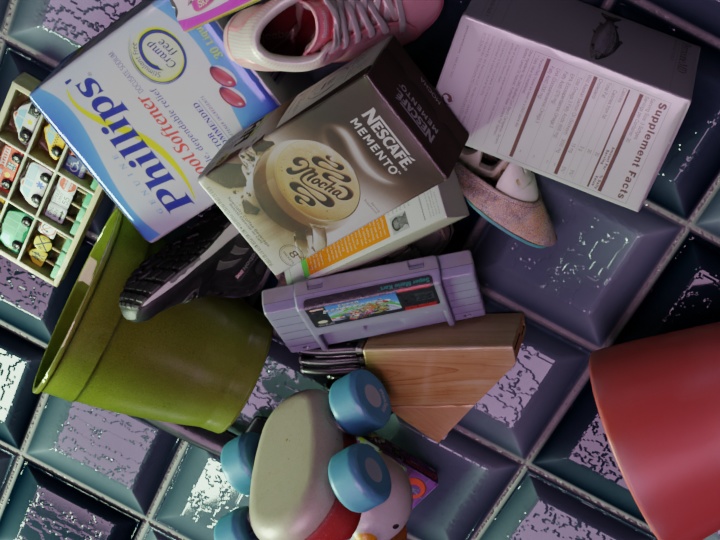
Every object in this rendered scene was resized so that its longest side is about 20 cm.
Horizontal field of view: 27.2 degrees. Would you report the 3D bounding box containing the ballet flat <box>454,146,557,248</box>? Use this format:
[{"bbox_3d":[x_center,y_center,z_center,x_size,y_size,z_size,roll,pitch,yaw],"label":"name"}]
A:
[{"bbox_3d":[0.109,-0.095,1.359,0.200,0.068,0.067,32,121,-5],"label":"ballet flat"}]

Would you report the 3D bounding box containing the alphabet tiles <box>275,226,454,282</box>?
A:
[{"bbox_3d":[-0.016,-0.055,1.456,0.199,0.008,0.168,-14,115,25],"label":"alphabet tiles"}]

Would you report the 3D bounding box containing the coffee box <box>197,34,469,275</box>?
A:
[{"bbox_3d":[-0.023,-0.095,1.259,0.200,0.080,0.113,-29,109,33],"label":"coffee box"}]

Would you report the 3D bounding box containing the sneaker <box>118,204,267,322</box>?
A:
[{"bbox_3d":[-0.135,0.001,1.410,0.076,0.200,0.088,5,130,52],"label":"sneaker"}]

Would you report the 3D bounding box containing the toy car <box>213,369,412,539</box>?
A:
[{"bbox_3d":[-0.010,0.231,1.480,0.184,0.177,0.200,-32,127,28],"label":"toy car"}]

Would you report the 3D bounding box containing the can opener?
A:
[{"bbox_3d":[-0.151,0.183,1.616,0.199,0.079,0.063,21,167,1],"label":"can opener"}]

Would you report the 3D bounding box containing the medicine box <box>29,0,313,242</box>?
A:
[{"bbox_3d":[-0.166,-0.158,1.377,0.200,0.103,0.182,-31,108,25],"label":"medicine box"}]

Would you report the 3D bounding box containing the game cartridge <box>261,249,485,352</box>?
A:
[{"bbox_3d":[0.015,0.032,1.412,0.199,0.130,0.039,-11,73,6],"label":"game cartridge"}]

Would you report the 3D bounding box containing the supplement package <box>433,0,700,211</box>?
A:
[{"bbox_3d":[0.173,-0.156,1.271,0.199,0.117,0.118,21,124,3],"label":"supplement package"}]

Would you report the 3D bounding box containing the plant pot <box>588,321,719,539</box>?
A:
[{"bbox_3d":[0.330,0.136,1.367,0.177,0.201,0.201,-24,111,16],"label":"plant pot"}]

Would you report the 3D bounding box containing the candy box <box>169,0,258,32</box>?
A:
[{"bbox_3d":[-0.063,-0.265,1.223,0.136,0.200,0.061,-19,102,26],"label":"candy box"}]

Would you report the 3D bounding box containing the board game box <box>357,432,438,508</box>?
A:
[{"bbox_3d":[-0.025,0.256,1.600,0.120,0.032,0.200,31,116,-26],"label":"board game box"}]

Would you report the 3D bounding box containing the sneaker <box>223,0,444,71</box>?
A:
[{"bbox_3d":[-0.012,-0.211,1.257,0.200,0.105,0.076,-16,101,-12],"label":"sneaker"}]

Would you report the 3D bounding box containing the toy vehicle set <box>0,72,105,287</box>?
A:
[{"bbox_3d":[-0.326,-0.089,1.518,0.124,0.027,0.200,30,124,-2],"label":"toy vehicle set"}]

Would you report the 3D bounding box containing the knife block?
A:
[{"bbox_3d":[0.042,0.080,1.485,0.175,0.064,0.200,36,124,-7],"label":"knife block"}]

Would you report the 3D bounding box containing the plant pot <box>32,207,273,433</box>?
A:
[{"bbox_3d":[-0.197,0.067,1.491,0.192,0.201,0.201,25,125,-14],"label":"plant pot"}]

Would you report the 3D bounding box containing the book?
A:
[{"bbox_3d":[-0.003,-0.077,1.353,0.200,0.048,0.134,-25,77,42],"label":"book"}]

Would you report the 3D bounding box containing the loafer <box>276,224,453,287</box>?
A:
[{"bbox_3d":[0.000,0.000,1.443,0.200,0.063,0.072,-24,110,28],"label":"loafer"}]
